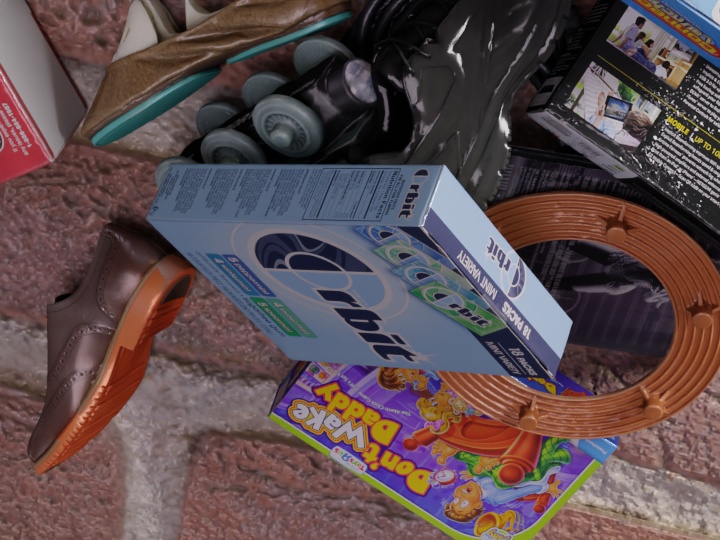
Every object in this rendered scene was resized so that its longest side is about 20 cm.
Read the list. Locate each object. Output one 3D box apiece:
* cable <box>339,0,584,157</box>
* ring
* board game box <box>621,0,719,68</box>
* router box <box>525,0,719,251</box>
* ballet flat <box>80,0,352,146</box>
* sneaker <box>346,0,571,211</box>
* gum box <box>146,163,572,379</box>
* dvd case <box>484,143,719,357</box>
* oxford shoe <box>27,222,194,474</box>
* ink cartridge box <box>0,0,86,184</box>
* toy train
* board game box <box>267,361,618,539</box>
[{"bbox_3d":[0.068,-0.088,1.196,0.162,0.051,0.201,-5,118,13],"label":"cable"},{"bbox_3d":[0.131,0.035,1.198,0.199,0.019,0.201,5,128,7],"label":"ring"},{"bbox_3d":[0.184,-0.239,1.026,0.195,0.056,0.200,33,82,-8],"label":"board game box"},{"bbox_3d":[0.221,-0.098,1.123,0.200,0.051,0.149,35,87,-9],"label":"router box"},{"bbox_3d":[-0.100,-0.149,1.192,0.199,0.068,0.073,-25,91,22],"label":"ballet flat"},{"bbox_3d":[0.056,-0.126,1.085,0.090,0.076,0.201,17,94,-27],"label":"sneaker"},{"bbox_3d":[0.000,0.000,1.134,0.199,0.045,0.170,3,150,37],"label":"gum box"},{"bbox_3d":[0.163,-0.007,1.202,0.199,0.016,0.149,8,133,-8],"label":"dvd case"},{"bbox_3d":[-0.188,0.055,1.322,0.073,0.071,0.200,37,113,10],"label":"oxford shoe"},{"bbox_3d":[-0.303,-0.112,1.234,0.199,0.084,0.145,-20,114,21],"label":"ink cartridge box"},{"bbox_3d":[-0.041,-0.064,1.190,0.114,0.085,0.200,46,138,-17],"label":"toy train"},{"bbox_3d":[0.057,0.098,1.302,0.200,0.045,0.135,33,119,-8],"label":"board game box"}]
